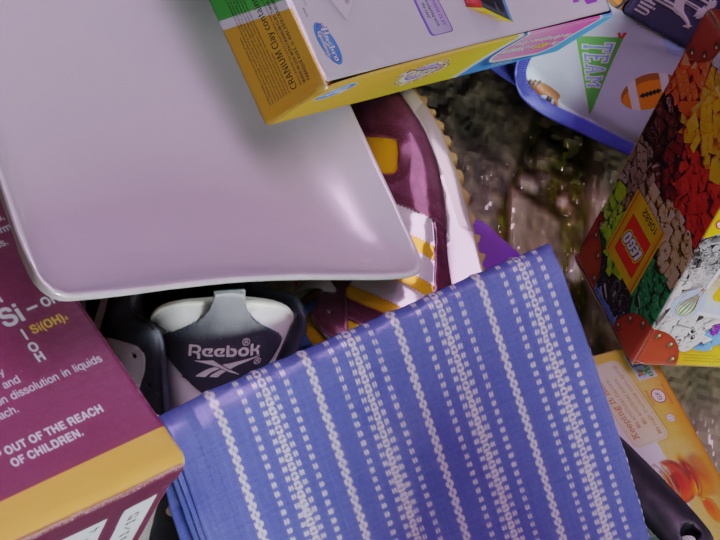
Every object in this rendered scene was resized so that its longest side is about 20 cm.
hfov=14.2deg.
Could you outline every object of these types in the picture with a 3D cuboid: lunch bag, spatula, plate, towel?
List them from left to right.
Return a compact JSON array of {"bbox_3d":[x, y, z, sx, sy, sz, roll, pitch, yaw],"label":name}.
[{"bbox_3d":[-0.089,-0.072,1.163,0.199,0.032,0.200,-3,62,-44],"label":"plate"},{"bbox_3d":[0.018,0.091,1.175,0.199,0.024,0.146,-23,99,-26],"label":"towel"},{"bbox_3d":[0.087,0.052,1.271,0.056,0.021,0.200,-33,72,-23],"label":"spatula"},{"bbox_3d":[0.110,-0.170,1.372,0.200,0.170,0.124,38,24,2],"label":"lunch bag"}]

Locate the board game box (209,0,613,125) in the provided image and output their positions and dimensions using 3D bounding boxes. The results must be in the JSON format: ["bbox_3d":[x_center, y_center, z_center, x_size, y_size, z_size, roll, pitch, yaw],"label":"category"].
[{"bbox_3d":[0.007,-0.154,1.239,0.199,0.040,0.154,-17,80,-47],"label":"board game box"}]

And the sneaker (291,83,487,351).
[{"bbox_3d":[0.000,0.000,1.230,0.090,0.075,0.201,-11,70,-28],"label":"sneaker"}]

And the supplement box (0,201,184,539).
[{"bbox_3d":[-0.177,0.048,1.150,0.103,0.131,0.200,-24,69,-34],"label":"supplement box"}]

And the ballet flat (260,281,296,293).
[{"bbox_3d":[-0.026,-0.067,1.328,0.067,0.062,0.201,16,53,-11],"label":"ballet flat"}]

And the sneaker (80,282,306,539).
[{"bbox_3d":[-0.063,0.068,1.181,0.079,0.130,0.200,-3,59,-22],"label":"sneaker"}]

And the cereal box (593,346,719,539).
[{"bbox_3d":[0.070,0.118,1.256,0.199,0.040,0.144,-14,63,-29],"label":"cereal box"}]

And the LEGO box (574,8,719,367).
[{"bbox_3d":[0.222,-0.031,1.327,0.199,0.149,0.077,3,41,-28],"label":"LEGO box"}]
